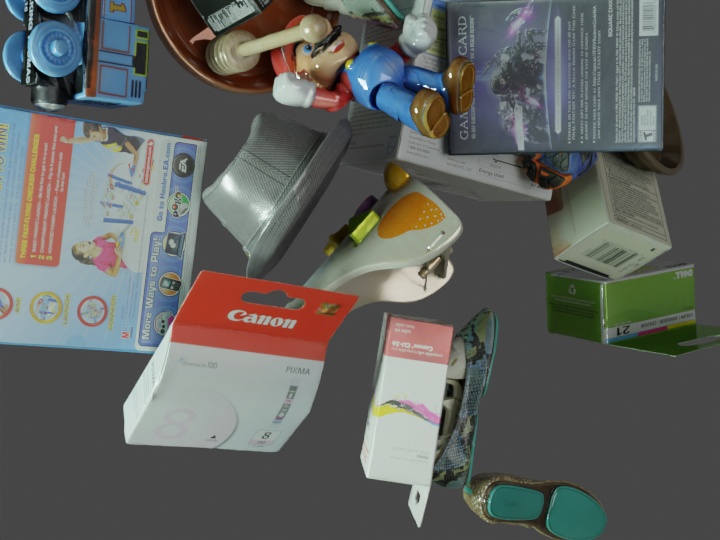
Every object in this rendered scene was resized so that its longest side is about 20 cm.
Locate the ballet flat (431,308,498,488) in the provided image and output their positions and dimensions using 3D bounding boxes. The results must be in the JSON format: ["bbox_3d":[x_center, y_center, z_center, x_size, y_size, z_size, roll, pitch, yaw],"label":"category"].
[{"bbox_3d":[0.101,0.136,1.158,0.074,0.074,0.201,13,85,-30],"label":"ballet flat"}]

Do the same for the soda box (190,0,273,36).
[{"bbox_3d":[-0.147,-0.312,0.926,0.200,0.063,0.071,56,40,-22],"label":"soda box"}]

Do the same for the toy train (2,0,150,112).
[{"bbox_3d":[-0.241,-0.235,0.918,0.114,0.086,0.201,2,91,-39],"label":"toy train"}]

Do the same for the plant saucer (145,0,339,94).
[{"bbox_3d":[-0.112,-0.270,1.017,0.199,0.032,0.202,-3,95,-31],"label":"plant saucer"}]

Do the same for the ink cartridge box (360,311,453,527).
[{"bbox_3d":[0.043,0.148,1.085,0.067,0.116,0.201,8,89,-2],"label":"ink cartridge box"}]

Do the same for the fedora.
[{"bbox_3d":[-0.085,-0.081,0.983,0.090,0.200,0.177,33,92,-2],"label":"fedora"}]

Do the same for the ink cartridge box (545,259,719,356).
[{"bbox_3d":[0.329,0.037,1.202,0.147,0.200,0.076,-9,99,-29],"label":"ink cartridge box"}]

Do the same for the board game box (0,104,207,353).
[{"bbox_3d":[-0.246,-0.032,0.944,0.195,0.056,0.201,7,91,-30],"label":"board game box"}]

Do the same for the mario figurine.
[{"bbox_3d":[-0.002,-0.189,0.961,0.123,0.199,0.107,-11,118,-56],"label":"mario figurine"}]

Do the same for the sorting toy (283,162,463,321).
[{"bbox_3d":[0.000,0.000,1.042,0.180,0.200,0.107,-40,79,-6],"label":"sorting toy"}]

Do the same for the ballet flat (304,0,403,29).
[{"bbox_3d":[-0.041,-0.299,1.005,0.071,0.069,0.200,-35,104,6],"label":"ballet flat"}]

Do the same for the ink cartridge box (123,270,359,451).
[{"bbox_3d":[-0.109,0.092,0.971,0.162,0.200,0.057,10,49,-30],"label":"ink cartridge box"}]

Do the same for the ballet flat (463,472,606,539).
[{"bbox_3d":[0.198,0.266,1.223,0.199,0.065,0.071,23,84,-32],"label":"ballet flat"}]

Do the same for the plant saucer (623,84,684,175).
[{"bbox_3d":[0.287,-0.190,1.135,0.200,0.029,0.201,33,45,-41],"label":"plant saucer"}]

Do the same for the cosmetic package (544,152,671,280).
[{"bbox_3d":[0.259,-0.103,1.162,0.103,0.087,0.201,18,54,-30],"label":"cosmetic package"}]

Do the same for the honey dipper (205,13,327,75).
[{"bbox_3d":[-0.080,-0.193,0.908,0.038,0.200,0.038,-3,97,-29],"label":"honey dipper"}]

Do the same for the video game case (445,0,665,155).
[{"bbox_3d":[0.180,-0.181,0.988,0.199,0.019,0.144,0,100,8],"label":"video game case"}]

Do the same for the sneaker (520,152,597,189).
[{"bbox_3d":[0.198,-0.183,1.047,0.078,0.075,0.201,-11,105,-43],"label":"sneaker"}]

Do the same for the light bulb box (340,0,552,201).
[{"bbox_3d":[0.104,-0.187,1.095,0.197,0.125,0.201,12,87,-30],"label":"light bulb box"}]
